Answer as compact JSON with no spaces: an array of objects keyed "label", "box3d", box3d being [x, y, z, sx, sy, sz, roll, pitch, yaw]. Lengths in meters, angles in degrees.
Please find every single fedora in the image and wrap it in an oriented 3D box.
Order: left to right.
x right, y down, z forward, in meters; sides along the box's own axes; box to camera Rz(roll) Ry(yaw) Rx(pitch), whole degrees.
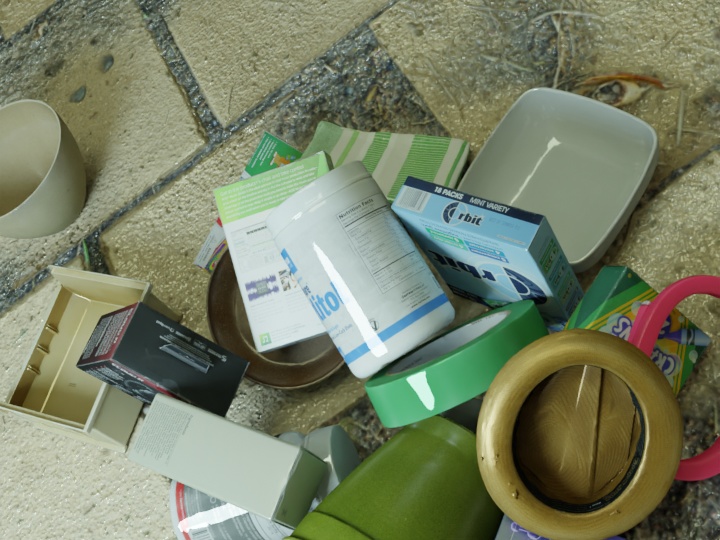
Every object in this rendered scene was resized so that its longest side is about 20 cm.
[{"label":"fedora","box3d":[0.200,0.147,1.057,0.198,0.082,0.203,1,101,7]}]

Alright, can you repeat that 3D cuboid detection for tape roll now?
[{"label":"tape roll","box3d":[0.101,0.096,1.187,0.199,0.200,0.049,-27,91,12]}]

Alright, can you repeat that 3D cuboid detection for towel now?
[{"label":"towel","box3d":[0.026,-0.129,1.386,0.197,0.024,0.153,10,38,11]}]

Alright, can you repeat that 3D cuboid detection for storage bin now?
[{"label":"storage bin","box3d":[-0.362,0.111,1.485,0.197,0.094,0.202,9,68,30]}]

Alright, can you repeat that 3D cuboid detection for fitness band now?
[{"label":"fitness band","box3d":[0.325,0.104,1.115,0.142,0.037,0.202,21,85,-8]}]

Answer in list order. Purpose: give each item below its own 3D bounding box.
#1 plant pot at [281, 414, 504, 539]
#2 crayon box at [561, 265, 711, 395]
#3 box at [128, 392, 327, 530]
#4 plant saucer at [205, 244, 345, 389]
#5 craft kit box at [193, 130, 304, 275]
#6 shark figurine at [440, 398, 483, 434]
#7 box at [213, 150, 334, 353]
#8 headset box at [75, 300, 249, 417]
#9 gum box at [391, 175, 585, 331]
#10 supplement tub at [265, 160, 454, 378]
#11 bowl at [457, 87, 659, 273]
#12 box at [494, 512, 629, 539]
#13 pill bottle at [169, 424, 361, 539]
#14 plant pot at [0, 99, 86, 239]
[{"label":"plant pot","box3d":[0.054,0.254,1.144,0.199,0.201,0.194,22,63,34]},{"label":"crayon box","box3d":[0.249,0.113,1.148,0.201,0.125,0.052,-55,15,-9]},{"label":"box","box3d":[-0.141,0.199,1.194,0.198,0.068,0.083,17,75,31]},{"label":"plant saucer","box3d":[-0.085,0.040,1.355,0.198,0.037,0.203,-1,86,13]},{"label":"craft kit box","box3d":[-0.095,-0.047,1.438,0.197,0.048,0.202,31,94,33]},{"label":"shark figurine","box3d":[0.171,0.141,1.199,0.212,0.089,0.129,-22,57,18]},{"label":"box","box3d":[-0.077,-0.020,1.321,0.143,0.036,0.202,-17,85,11]},{"label":"headset box","box3d":[-0.229,0.109,1.319,0.200,0.148,0.078,-18,45,63]},{"label":"gum box","box3d":[0.144,-0.012,1.224,0.169,0.200,0.045,20,72,34]},{"label":"supplement tub","box3d":[0.000,0.000,1.222,0.131,0.132,0.201,-33,85,7]},{"label":"bowl","box3d":[0.230,-0.096,1.305,0.199,0.075,0.201,27,78,36]},{"label":"box","box3d":[0.173,0.335,1.074,0.140,0.079,0.202,18,72,18]},{"label":"pill bottle","box3d":[-0.101,0.246,1.263,0.198,0.114,0.115,-21,56,15]},{"label":"plant pot","box3d":[-0.475,-0.126,1.648,0.198,0.135,0.203,-12,59,21]}]
